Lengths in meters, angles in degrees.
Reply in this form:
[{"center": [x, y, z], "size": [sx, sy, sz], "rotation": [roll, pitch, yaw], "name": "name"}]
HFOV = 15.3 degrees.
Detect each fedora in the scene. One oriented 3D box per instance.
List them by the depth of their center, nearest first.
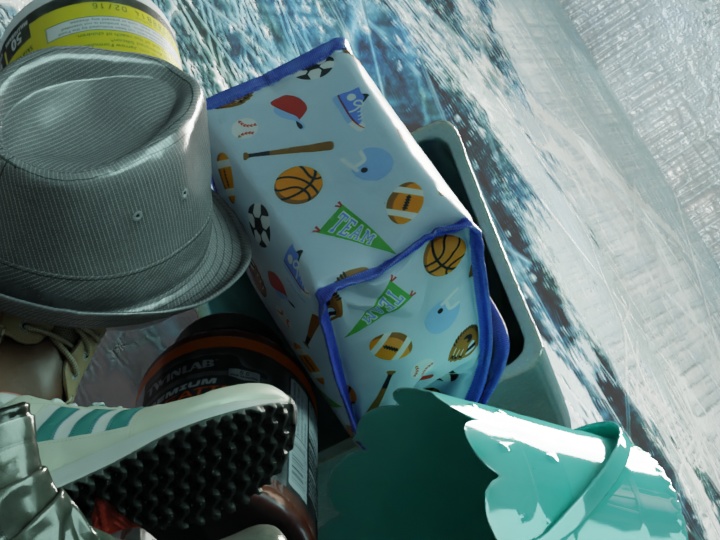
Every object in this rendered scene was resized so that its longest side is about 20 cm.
[{"center": [-0.139, -0.056, 1.373], "size": [0.177, 0.091, 0.199], "rotation": [40, 39, 27], "name": "fedora"}]

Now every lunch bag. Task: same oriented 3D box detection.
[{"center": [0.000, 0.000, 1.514], "size": [0.170, 0.123, 0.201], "rotation": [57, -14, 38], "name": "lunch bag"}]

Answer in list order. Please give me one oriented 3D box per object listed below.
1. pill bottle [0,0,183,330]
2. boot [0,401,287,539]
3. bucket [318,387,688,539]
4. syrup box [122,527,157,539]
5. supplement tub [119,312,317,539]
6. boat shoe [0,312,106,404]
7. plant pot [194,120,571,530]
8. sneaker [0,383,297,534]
[{"center": [-0.147, -0.064, 1.549], "size": [0.111, 0.111, 0.201], "rotation": [42, 22, -42], "name": "pill bottle"}, {"center": [-0.128, 0.114, 1.164], "size": [0.068, 0.199, 0.132], "rotation": [-17, -87, 64], "name": "boot"}, {"center": [0.073, 0.167, 1.423], "size": [0.134, 0.208, 0.208], "rotation": [11, 41, -27], "name": "bucket"}, {"center": [-0.075, 0.220, 1.305], "size": [0.200, 0.078, 0.082], "rotation": [45, 21, -37], "name": "syrup box"}, {"center": [-0.075, 0.104, 1.466], "size": [0.107, 0.107, 0.200], "rotation": [50, 18, -25], "name": "supplement tub"}, {"center": [-0.171, 0.033, 1.373], "size": [0.076, 0.072, 0.201], "rotation": [48, 19, -28], "name": "boat shoe"}, {"center": [0.030, 0.066, 1.707], "size": [0.200, 0.195, 0.197], "rotation": [54, 13, -53], "name": "plant pot"}, {"center": [-0.129, 0.081, 1.254], "size": [0.093, 0.199, 0.071], "rotation": [50, -29, 38], "name": "sneaker"}]
